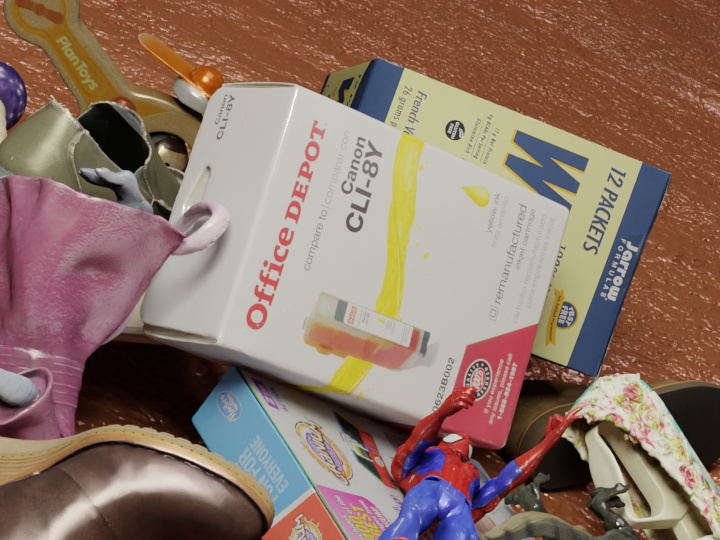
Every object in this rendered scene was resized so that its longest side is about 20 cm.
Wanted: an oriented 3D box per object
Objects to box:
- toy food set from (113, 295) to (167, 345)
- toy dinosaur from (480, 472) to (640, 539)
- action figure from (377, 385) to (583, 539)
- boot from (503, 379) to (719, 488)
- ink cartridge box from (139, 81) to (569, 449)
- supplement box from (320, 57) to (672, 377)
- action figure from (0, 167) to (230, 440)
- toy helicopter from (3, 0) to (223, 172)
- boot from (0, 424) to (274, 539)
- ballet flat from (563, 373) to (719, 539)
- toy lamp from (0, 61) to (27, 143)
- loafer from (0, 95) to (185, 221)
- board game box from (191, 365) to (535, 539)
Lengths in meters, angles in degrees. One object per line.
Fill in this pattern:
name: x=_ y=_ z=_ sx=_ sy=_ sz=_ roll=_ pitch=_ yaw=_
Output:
toy food set: x=-0.163 y=0.024 z=1.183 sx=0.200 sy=0.060 sz=0.144 roll=5 pitch=25 yaw=-19
toy dinosaur: x=0.127 y=0.151 z=1.123 sx=0.200 sy=0.047 sz=0.088 roll=30 pitch=22 yaw=-35
action figure: x=0.055 y=0.101 z=1.001 sx=0.065 sy=0.099 sz=0.200 roll=38 pitch=12 yaw=-4
boot: x=0.167 y=0.092 z=1.324 sx=0.200 sy=0.074 sz=0.075 roll=0 pitch=24 yaw=-36
ink cartridge box: x=0.000 y=0.000 z=1.104 sx=0.200 sy=0.145 sz=0.083 roll=22 pitch=-9 yaw=-34
supplement box: x=0.060 y=-0.034 z=1.302 sx=0.200 sy=0.134 sz=0.200 roll=20 pitch=-1 yaw=-10
action figure: x=-0.164 y=0.051 z=1.019 sx=0.149 sy=0.200 sz=0.134 roll=12 pitch=-13 yaw=-27
toy helicopter: x=-0.148 y=-0.108 z=1.281 sx=0.200 sy=0.132 sz=0.079 roll=56 pitch=15 yaw=-24
boot: x=-0.147 y=0.147 z=0.881 sx=0.200 sy=0.072 sz=0.166 roll=7 pitch=49 yaw=7
ballet flat: x=0.183 y=0.150 z=1.199 sx=0.064 sy=0.076 sz=0.200 roll=-18 pitch=63 yaw=-39
toy lamp: x=-0.220 y=-0.070 z=1.214 sx=0.058 sy=0.058 sz=0.200 roll=14 pitch=22 yaw=-20
loafer: x=-0.133 y=-0.051 z=1.148 sx=0.075 sy=0.070 sz=0.200 roll=40 pitch=11 yaw=20
board game box: x=0.021 y=0.136 z=1.076 sx=0.200 sy=0.040 sz=0.153 roll=25 pitch=19 yaw=-41
